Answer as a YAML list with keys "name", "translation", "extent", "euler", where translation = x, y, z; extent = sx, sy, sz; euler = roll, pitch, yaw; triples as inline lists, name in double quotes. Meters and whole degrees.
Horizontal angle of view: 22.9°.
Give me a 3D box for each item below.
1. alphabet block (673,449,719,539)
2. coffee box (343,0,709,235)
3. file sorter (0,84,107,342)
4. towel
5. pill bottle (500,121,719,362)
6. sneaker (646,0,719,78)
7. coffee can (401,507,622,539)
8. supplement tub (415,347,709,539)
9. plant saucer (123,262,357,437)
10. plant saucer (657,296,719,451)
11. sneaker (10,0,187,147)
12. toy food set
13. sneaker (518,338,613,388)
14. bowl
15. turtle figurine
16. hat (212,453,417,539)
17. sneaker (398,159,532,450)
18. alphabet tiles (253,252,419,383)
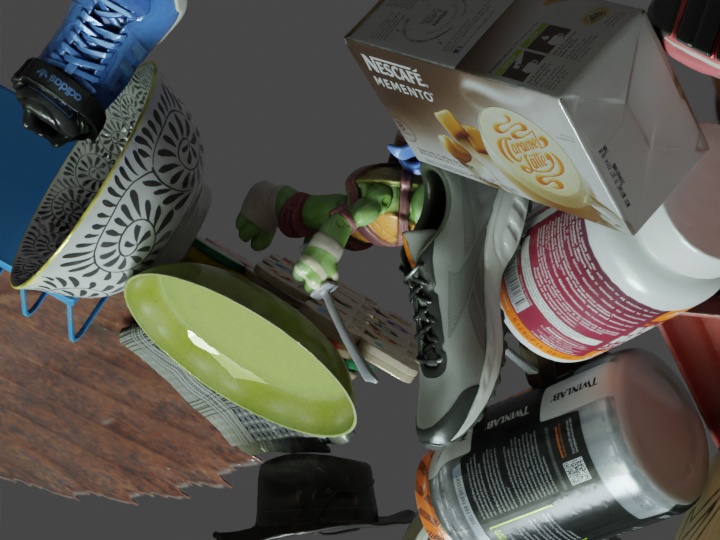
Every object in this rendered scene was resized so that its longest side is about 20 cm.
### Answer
- name: "alphabet block"
  translation: [0.308, 0.220, 1.191]
  extent: [0.194, 0.201, 0.197]
  euler: [28, 151, 7]
- name: "coffee box"
  translation: [0.097, -0.108, 1.071]
  extent: [0.199, 0.080, 0.115]
  euler: [25, 155, 48]
- name: "file sorter"
  translation: [-0.294, -0.051, 1.522]
  extent: [0.199, 0.139, 0.123]
  euler: [28, 154, 5]
- name: "towel"
  translation: [-0.123, 0.114, 1.714]
  extent: [0.200, 0.035, 0.192]
  euler: [45, 148, -23]
- name: "pill bottle"
  translation: [0.175, -0.017, 1.158]
  extent: [0.109, 0.110, 0.200]
  euler: [37, 151, -10]
- name: "sneaker"
  translation: [0.252, -0.107, 0.988]
  extent: [0.198, 0.074, 0.087]
  euler: [18, 150, 23]
- name: "coffee can"
  translation: [0.140, 0.267, 1.583]
  extent: [0.199, 0.147, 0.147]
  euler: [31, 151, 1]
- name: "supplement tub"
  translation: [0.143, 0.144, 1.300]
  extent: [0.199, 0.123, 0.123]
  euler: [-27, 119, 35]
- name: "plant saucer"
  translation: [-0.083, 0.053, 1.316]
  extent: [0.199, 0.031, 0.200]
  euler: [26, 156, 12]
- name: "plant saucer"
  translation: [0.322, 0.088, 1.219]
  extent: [0.199, 0.037, 0.200]
  euler: [5, 140, 38]
- name: "sneaker"
  translation: [-0.194, -0.157, 1.291]
  extent: [0.076, 0.112, 0.200]
  euler: [36, 150, -9]
- name: "toy food set"
  translation: [-0.077, 0.030, 1.441]
  extent: [0.199, 0.049, 0.198]
  euler: [33, -179, -8]
- name: "sneaker"
  translation: [0.175, 0.078, 1.367]
  extent: [0.075, 0.071, 0.201]
  euler: [-6, 140, 19]
- name: "bowl"
  translation: [-0.174, -0.050, 1.356]
  extent: [0.094, 0.202, 0.200]
  euler: [32, 152, -18]
- name: "turtle figurine"
  translation: [0.000, 0.000, 1.295]
  extent: [0.193, 0.143, 0.202]
  euler: [10, 121, 53]
- name: "hat"
  translation: [-0.047, 0.215, 1.715]
  extent: [0.198, 0.082, 0.201]
  euler: [-7, 177, 0]
- name: "sneaker"
  translation: [0.056, 0.018, 1.183]
  extent: [0.079, 0.202, 0.074]
  euler: [11, 174, -24]
- name: "alphabet tiles"
  translation: [0.006, 0.044, 1.389]
  extent: [0.194, 0.015, 0.200]
  euler: [31, -172, 1]
